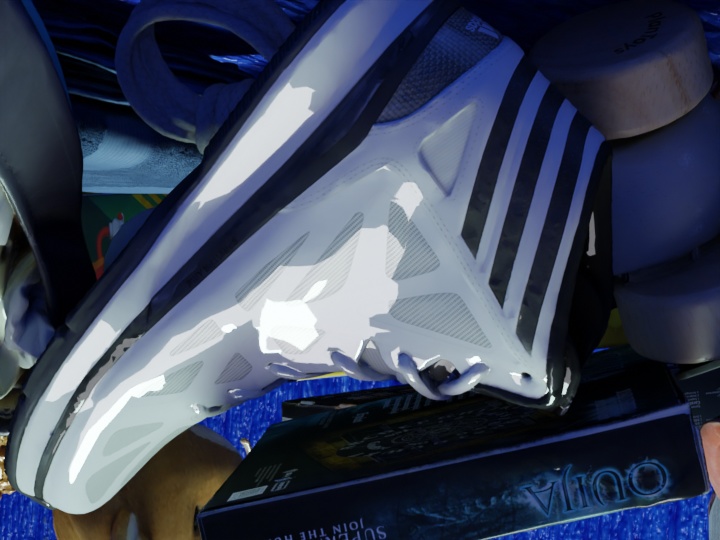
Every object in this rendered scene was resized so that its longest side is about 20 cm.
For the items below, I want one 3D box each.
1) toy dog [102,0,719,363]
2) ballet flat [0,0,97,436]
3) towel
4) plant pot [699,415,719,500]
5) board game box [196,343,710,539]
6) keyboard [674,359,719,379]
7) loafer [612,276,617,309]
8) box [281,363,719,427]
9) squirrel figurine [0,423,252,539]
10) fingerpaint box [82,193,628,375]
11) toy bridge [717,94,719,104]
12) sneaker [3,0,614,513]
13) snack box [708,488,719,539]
[{"bbox_3d":[0.031,-0.028,0.812,0.200,0.132,0.096,10,-153,13],"label":"toy dog"},{"bbox_3d":[-0.109,-0.016,0.750,0.073,0.073,0.200,3,149,7],"label":"ballet flat"},{"bbox_3d":[-0.117,-0.057,0.874,0.112,0.049,0.200,1,176,32],"label":"towel"},{"bbox_3d":[0.233,0.055,0.771,0.195,0.201,0.201,-40,-178,-8],"label":"plant pot"},{"bbox_3d":[0.030,0.055,0.831,0.135,0.028,0.200,-13,-177,5],"label":"board game box"},{"bbox_3d":[0.163,-0.020,0.804,0.021,0.127,0.200,45,165,-3],"label":"keyboard"},{"bbox_3d":[0.049,-0.002,0.906,0.200,0.072,0.073,8,180,-14],"label":"loafer"},{"bbox_3d":[0.081,0.061,1.093,0.200,0.046,0.159,-7,180,-14],"label":"box"},{"bbox_3d":[-0.131,0.046,1.177,0.200,0.187,0.142,-6,180,-31],"label":"squirrel figurine"},{"bbox_3d":[0.000,0.000,1.072,0.200,0.073,0.167,-5,-178,-39],"label":"fingerpaint box"},{"bbox_3d":[0.103,-0.047,0.938,0.200,0.027,0.067,5,175,1],"label":"toy bridge"},{"bbox_3d":[-0.008,0.021,0.742,0.115,0.201,0.076,41,-149,2],"label":"sneaker"},{"bbox_3d":[0.230,0.081,0.970,0.200,0.053,0.142,4,152,-2],"label":"snack box"}]
